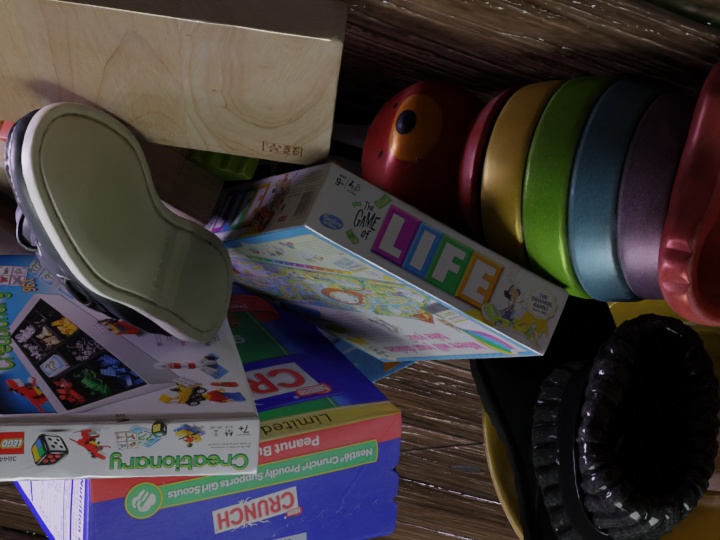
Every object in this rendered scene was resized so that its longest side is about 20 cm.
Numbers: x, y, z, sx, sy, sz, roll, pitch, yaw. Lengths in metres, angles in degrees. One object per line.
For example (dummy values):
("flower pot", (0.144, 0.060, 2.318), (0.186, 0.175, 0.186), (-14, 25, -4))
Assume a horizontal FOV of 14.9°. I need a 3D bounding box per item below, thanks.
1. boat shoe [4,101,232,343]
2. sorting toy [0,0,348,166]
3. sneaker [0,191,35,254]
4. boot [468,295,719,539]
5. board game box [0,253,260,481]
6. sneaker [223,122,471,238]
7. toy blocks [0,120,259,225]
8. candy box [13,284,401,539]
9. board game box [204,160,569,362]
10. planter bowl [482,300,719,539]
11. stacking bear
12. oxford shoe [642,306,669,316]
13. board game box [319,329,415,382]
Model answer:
("boat shoe", (-0.127, -0.023, 1.283), (0.066, 0.075, 0.199), (8, 166, 25))
("sorting toy", (-0.104, -0.116, 1.187), (0.197, 0.070, 0.200), (8, 168, -1))
("sneaker", (-0.229, -0.016, 1.459), (0.080, 0.072, 0.200), (-40, 134, 8))
("boot", (0.114, 0.051, 1.354), (0.079, 0.212, 0.158), (-10, 154, -12))
("board game box", (-0.126, 0.044, 1.359), (0.125, 0.035, 0.200), (-1, -157, -10))
("sneaker", (0.023, -0.045, 1.439), (0.199, 0.074, 0.080), (12, 174, 24))
("toy blocks", (-0.158, -0.075, 1.380), (0.136, 0.100, 0.200), (30, 164, -30))
("candy box", (-0.094, 0.078, 1.427), (0.168, 0.078, 0.200), (-9, -153, -22))
("board game box", (0.000, 0.000, 1.352), (0.134, 0.034, 0.200), (29, 167, -18))
("planter bowl", (0.168, 0.080, 1.476), (0.199, 0.202, 0.083), (-2, -179, 39))
("stacking bear", (0.092, -0.044, 1.310), (0.199, 0.122, 0.114), (10, 167, 27))
("oxford shoe", (0.091, -0.009, 1.520), (0.199, 0.073, 0.071), (9, 168, -4))
("board game box", (-0.010, 0.033, 1.651), (0.151, 0.037, 0.200), (-3, -166, 40))
